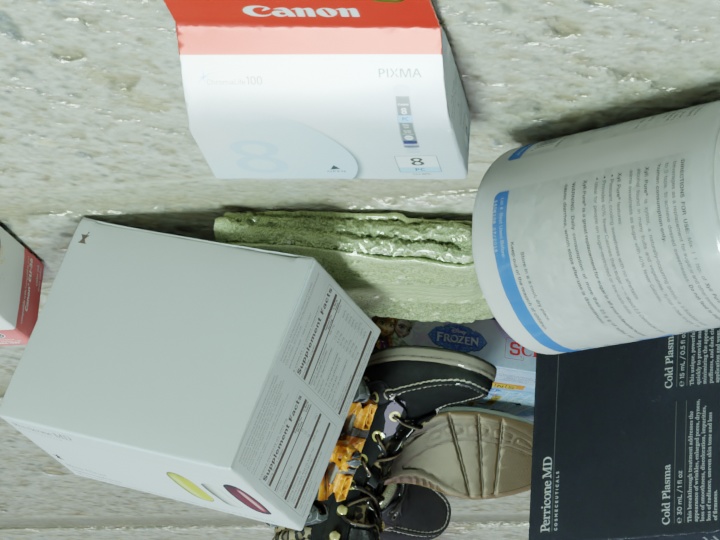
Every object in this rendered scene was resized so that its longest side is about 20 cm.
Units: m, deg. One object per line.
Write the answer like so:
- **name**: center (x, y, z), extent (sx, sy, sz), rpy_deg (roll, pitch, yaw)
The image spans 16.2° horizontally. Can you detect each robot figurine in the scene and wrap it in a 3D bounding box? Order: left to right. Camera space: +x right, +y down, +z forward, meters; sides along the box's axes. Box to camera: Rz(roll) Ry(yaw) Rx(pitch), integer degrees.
- **robot figurine**: center (-0.066, 0.097, 1.821), extent (0.199, 0.146, 0.058), rpy_deg (28, -165, 37)

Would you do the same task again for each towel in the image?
- **towel**: center (0.000, 0.000, 1.756), extent (0.198, 0.037, 0.149), rpy_deg (2, 160, 7)

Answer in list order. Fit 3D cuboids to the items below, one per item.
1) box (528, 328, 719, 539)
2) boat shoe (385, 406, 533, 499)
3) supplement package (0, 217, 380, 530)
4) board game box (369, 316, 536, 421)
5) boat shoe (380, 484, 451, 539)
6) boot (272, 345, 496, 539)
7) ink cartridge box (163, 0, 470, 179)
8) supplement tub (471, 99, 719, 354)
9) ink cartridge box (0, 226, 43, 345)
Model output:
- **box**: center (0.220, 0.100, 1.735), extent (0.181, 0.202, 0.104), rpy_deg (-7, 158, 30)
- **boat shoe**: center (0.054, 0.134, 1.951), extent (0.198, 0.073, 0.065), rpy_deg (-2, -166, 7)
- **supplement package**: center (-0.117, 0.069, 1.720), extent (0.199, 0.157, 0.111), rpy_deg (10, 158, 32)
- **board game box**: center (0.075, 0.085, 1.955), extent (0.198, 0.041, 0.200), rpy_deg (9, 158, -8)
- **boat shoe**: center (0.009, 0.195, 2.225), extent (0.199, 0.072, 0.065), rpy_deg (27, 156, -33)
- **boot**: center (0.011, 0.139, 1.840), extent (0.199, 0.152, 0.073), rpy_deg (-10, 153, 37)
- **ink cartridge box**: center (-0.026, -0.108, 1.457), extent (0.159, 0.048, 0.200), rpy_deg (1, 161, 11)
- **supplement tub**: center (0.178, -0.026, 1.508), extent (0.199, 0.133, 0.132), rpy_deg (-10, 155, 38)
- **ink cartridge box**: center (-0.314, -0.008, 1.766), extent (0.115, 0.068, 0.200), rpy_deg (-1, 160, 16)
